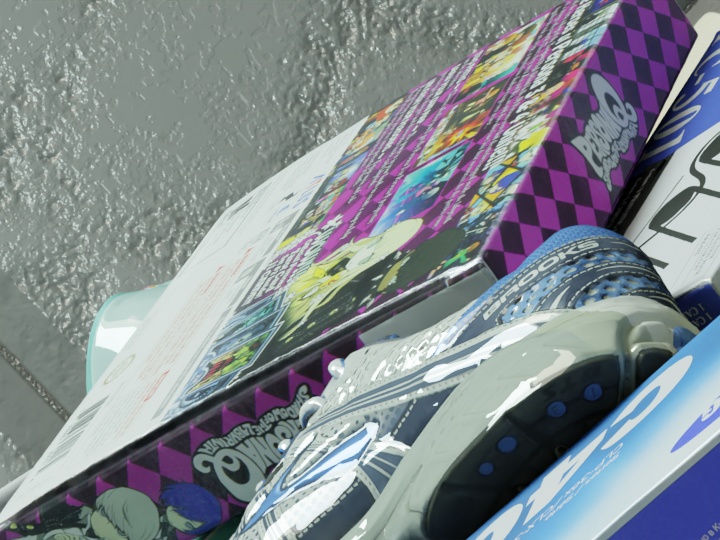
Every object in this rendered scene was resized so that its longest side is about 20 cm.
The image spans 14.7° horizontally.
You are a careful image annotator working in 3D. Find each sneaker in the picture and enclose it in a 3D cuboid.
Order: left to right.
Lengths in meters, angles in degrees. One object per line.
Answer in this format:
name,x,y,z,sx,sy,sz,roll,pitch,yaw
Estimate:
sneaker,0.008,0.065,0.673,0.200,0.077,0.085,-40,29,22

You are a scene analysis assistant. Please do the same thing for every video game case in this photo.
video game case,0.000,0.000,0.814,0.181,0.036,0.200,-30,15,30

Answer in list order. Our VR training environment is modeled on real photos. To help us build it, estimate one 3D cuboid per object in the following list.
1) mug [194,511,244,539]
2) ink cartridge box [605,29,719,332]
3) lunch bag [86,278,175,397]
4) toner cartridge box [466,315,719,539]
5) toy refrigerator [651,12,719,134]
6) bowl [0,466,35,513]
mug,-0.018,0.125,0.812,0.152,0.114,0.185,-45,3,-27
ink cartridge box,0.108,-0.020,0.757,0.094,0.044,0.200,-34,13,43
lunch bag,-0.017,0.074,1.020,0.077,0.161,0.200,-4,4,29
toner cartridge box,0.057,0.058,0.557,0.200,0.043,0.095,-43,5,19
toy refrigerator,0.095,0.016,0.952,0.200,0.070,0.076,-52,26,-1
bowl,-0.143,0.141,0.883,0.200,0.075,0.200,-30,-9,-45
